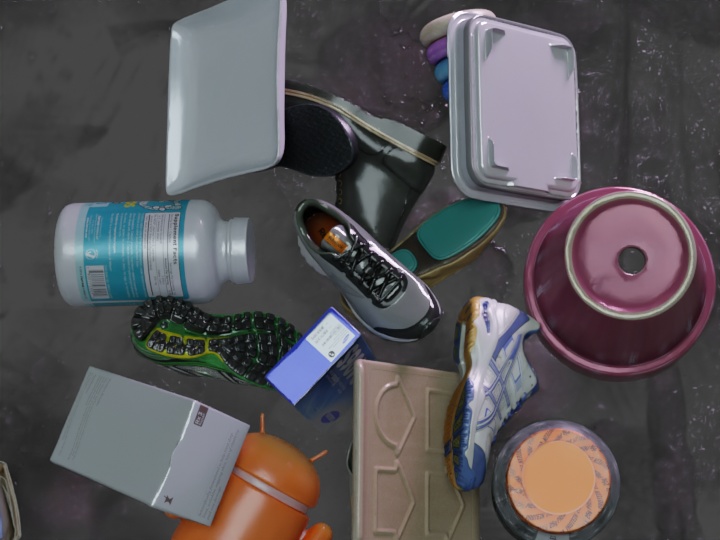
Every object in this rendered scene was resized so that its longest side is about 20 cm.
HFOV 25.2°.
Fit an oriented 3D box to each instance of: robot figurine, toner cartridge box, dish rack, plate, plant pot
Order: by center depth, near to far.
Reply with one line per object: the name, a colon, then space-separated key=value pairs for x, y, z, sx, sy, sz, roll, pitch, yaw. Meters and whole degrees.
toner cartridge box: x=-0.033 y=0.103 z=1.609 sx=0.095 sy=0.200 sz=0.043 roll=-45 pitch=76 yaw=-4
plant pot: x=0.263 y=0.002 z=1.618 sx=0.199 sy=0.179 sz=0.201 roll=-1 pitch=78 yaw=4
robot figurine: x=-0.114 y=0.252 z=1.632 sx=0.144 sy=0.117 sz=0.200 roll=24 pitch=81 yaw=39
dish rack: x=0.169 y=-0.169 z=1.678 sx=0.171 sy=0.043 sz=0.201 roll=7 pitch=78 yaw=-37
plate: x=-0.137 y=-0.189 z=1.711 sx=0.199 sy=0.032 sz=0.201 roll=-11 pitch=74 yaw=47

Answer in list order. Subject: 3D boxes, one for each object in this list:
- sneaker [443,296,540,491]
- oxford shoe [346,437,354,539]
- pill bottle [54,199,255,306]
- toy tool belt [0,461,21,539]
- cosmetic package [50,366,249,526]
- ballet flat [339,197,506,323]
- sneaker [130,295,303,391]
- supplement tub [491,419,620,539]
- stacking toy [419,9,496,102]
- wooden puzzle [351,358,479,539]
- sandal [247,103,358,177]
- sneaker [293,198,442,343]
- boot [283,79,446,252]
sneaker: x=0.136 y=0.125 z=1.606 sx=0.088 sy=0.075 sz=0.201 roll=14 pitch=71 yaw=-13
oxford shoe: x=0.017 y=0.247 z=1.641 sx=0.075 sy=0.058 sz=0.201 roll=-5 pitch=79 yaw=28
pill bottle: x=-0.213 y=-0.018 z=1.694 sx=0.199 sy=0.111 sz=0.111 roll=-1 pitch=79 yaw=4
toy tool belt: x=-0.428 y=0.225 z=1.657 sx=0.125 sy=0.123 sz=0.200 roll=-27 pitch=78 yaw=-1
cosmetic package: x=-0.214 y=0.174 z=1.617 sx=0.200 sy=0.081 sz=0.113 roll=14 pitch=78 yaw=48
ballet flat: x=0.069 y=-0.010 z=1.695 sx=0.200 sy=0.063 sz=0.069 roll=-31 pitch=55 yaw=3
sneaker: x=-0.144 y=0.080 z=1.692 sx=0.199 sy=0.085 sz=0.078 roll=18 pitch=69 yaw=-7
supplement tub: x=0.189 y=0.211 z=1.572 sx=0.122 sy=0.200 sz=0.123 roll=-1 pitch=80 yaw=5
stacking toy: x=0.125 y=-0.172 z=1.718 sx=0.085 sy=0.085 sz=0.201 roll=-13 pitch=83 yaw=2
wooden puzzle: x=0.049 y=0.190 z=1.610 sx=0.046 sy=0.200 sz=0.186 roll=-8 pitch=76 yaw=41
sandal: x=-0.067 y=-0.139 z=1.693 sx=0.200 sy=0.048 sz=0.076 roll=5 pitch=105 yaw=47
sneaker: x=0.000 y=0.000 z=1.631 sx=0.074 sy=0.079 sz=0.200 roll=-46 pitch=64 yaw=-5
boot: x=-0.026 y=-0.111 z=1.721 sx=0.200 sy=0.077 sz=0.139 roll=25 pitch=93 yaw=17
